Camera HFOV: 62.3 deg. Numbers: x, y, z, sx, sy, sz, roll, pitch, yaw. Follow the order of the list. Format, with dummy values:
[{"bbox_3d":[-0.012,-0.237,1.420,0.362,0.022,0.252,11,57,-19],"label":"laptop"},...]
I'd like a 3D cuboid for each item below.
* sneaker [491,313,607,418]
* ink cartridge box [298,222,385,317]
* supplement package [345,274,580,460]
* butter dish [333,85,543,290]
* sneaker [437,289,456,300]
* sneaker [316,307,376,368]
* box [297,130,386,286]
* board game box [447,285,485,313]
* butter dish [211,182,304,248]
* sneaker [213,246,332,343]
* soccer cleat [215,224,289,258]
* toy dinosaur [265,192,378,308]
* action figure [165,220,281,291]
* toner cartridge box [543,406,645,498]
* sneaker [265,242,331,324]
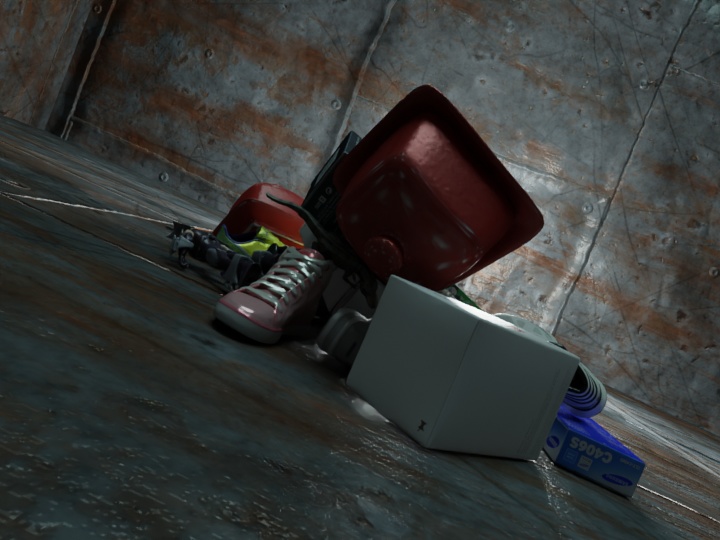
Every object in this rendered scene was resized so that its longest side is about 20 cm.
[{"bbox_3d":[0.230,0.101,0.785,0.200,0.076,0.115,39,-5,42],"label":"sneaker"},{"bbox_3d":[0.000,0.000,0.910,0.145,0.085,0.202,30,25,-38],"label":"ink cartridge box"},{"bbox_3d":[0.107,0.101,0.596,0.198,0.122,0.120,21,4,-44],"label":"supplement package"},{"bbox_3d":[0.053,-0.050,0.632,0.200,0.148,0.199,48,-43,-7],"label":"butter dish"},{"bbox_3d":[0.136,0.115,0.774,0.202,0.069,0.100,58,6,29],"label":"sneaker"},{"bbox_3d":[0.023,0.097,0.701,0.082,0.075,0.199,42,15,23],"label":"sneaker"},{"bbox_3d":[0.027,-0.079,0.835,0.199,0.107,0.149,38,20,-11],"label":"box"},{"bbox_3d":[0.122,0.072,0.963,0.134,0.029,0.199,40,-22,-19],"label":"board game box"},{"bbox_3d":[-0.167,-0.096,1.117,0.197,0.150,0.199,21,-38,-31],"label":"butter dish"},{"bbox_3d":[-0.090,0.019,0.668,0.074,0.106,0.200,27,4,14],"label":"sneaker"},{"bbox_3d":[-0.152,-0.030,1.013,0.196,0.086,0.065,10,7,-22],"label":"soccer cleat"},{"bbox_3d":[-0.036,-0.024,0.743,0.199,0.047,0.088,41,-10,21],"label":"toy dinosaur"},{"bbox_3d":[-0.203,-0.017,0.852,0.198,0.071,0.129,21,7,38],"label":"action figure"},{"bbox_3d":[0.269,0.209,0.747,0.093,0.044,0.200,23,2,5],"label":"toner cartridge box"},{"bbox_3d":[-0.096,0.013,0.904,0.198,0.089,0.075,27,4,42],"label":"sneaker"}]
